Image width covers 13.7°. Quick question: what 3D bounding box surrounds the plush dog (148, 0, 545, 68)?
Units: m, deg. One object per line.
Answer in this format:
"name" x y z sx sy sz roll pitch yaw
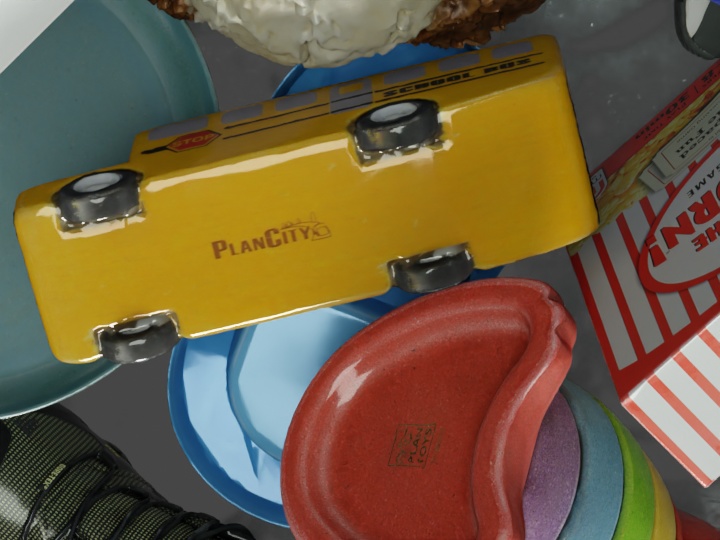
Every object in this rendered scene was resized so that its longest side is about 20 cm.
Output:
"plush dog" -0.006 -0.156 1.054 0.200 0.160 0.172 10 103 1

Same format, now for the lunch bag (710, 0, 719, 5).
"lunch bag" 0.164 -0.152 0.980 0.200 0.094 0.151 30 89 33

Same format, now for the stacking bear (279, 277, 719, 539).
"stacking bear" 0.072 0.099 1.102 0.114 0.200 0.122 -2 64 40

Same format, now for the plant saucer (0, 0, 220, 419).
"plant saucer" -0.151 -0.041 1.129 0.200 0.027 0.200 0 83 -3

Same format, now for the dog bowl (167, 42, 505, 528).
"dog bowl" 0.000 0.000 1.144 0.111 0.050 0.200 21 102 -1

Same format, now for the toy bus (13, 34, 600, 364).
"toy bus" -0.019 -0.026 1.068 0.200 0.078 0.065 -13 110 4

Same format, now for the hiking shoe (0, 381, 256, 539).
"hiking shoe" -0.076 0.108 1.140 0.200 0.076 0.101 45 145 -13

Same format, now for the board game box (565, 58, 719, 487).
"board game box" 0.148 -0.025 1.050 0.151 0.200 0.046 -42 107 11

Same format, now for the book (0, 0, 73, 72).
"book" -0.145 -0.121 0.928 0.134 0.048 0.200 44 100 -10

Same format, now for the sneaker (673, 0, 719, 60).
"sneaker" 0.182 -0.158 1.084 0.085 0.074 0.200 28 103 -3
